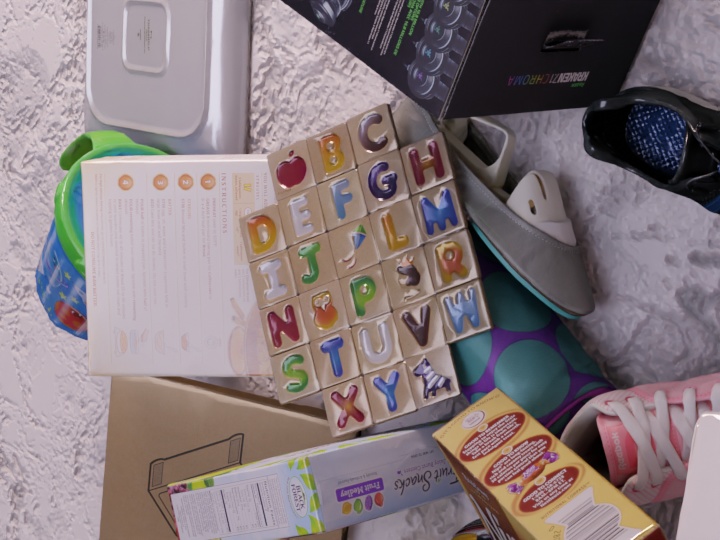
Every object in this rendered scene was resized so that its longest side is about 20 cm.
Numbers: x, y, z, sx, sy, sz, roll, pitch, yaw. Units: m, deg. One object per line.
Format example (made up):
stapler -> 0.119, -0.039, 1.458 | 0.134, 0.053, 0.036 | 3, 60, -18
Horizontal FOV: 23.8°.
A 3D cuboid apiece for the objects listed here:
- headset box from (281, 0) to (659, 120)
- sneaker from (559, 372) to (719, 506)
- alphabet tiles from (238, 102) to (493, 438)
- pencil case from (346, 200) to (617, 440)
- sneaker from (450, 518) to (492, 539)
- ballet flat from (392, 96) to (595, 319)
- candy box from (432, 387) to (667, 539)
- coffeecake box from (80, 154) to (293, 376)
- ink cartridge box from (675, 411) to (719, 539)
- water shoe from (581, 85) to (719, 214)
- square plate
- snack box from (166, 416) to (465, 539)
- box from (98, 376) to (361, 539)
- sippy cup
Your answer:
headset box -> 0.062, -0.176, 1.045 | 0.200, 0.173, 0.093 | 41, 123, 33
sneaker -> 0.203, 0.097, 1.000 | 0.200, 0.104, 0.076 | -18, 82, 43
alphabet tiles -> 0.000, 0.000, 1.123 | 0.166, 0.006, 0.201 | -21, 74, 28
pencil case -> 0.077, 0.041, 1.126 | 0.200, 0.085, 0.093 | 50, 125, 26
sneaker -> 0.136, 0.213, 1.096 | 0.199, 0.082, 0.078 | 15, 106, 41
ballet flat -> 0.092, -0.054, 1.113 | 0.200, 0.067, 0.064 | 47, 114, 28
candy box -> 0.122, 0.157, 0.967 | 0.117, 0.056, 0.200 | 60, 170, -26
coffeecake box -> -0.092, -0.005, 1.221 | 0.198, 0.073, 0.155 | 0, 97, 7
ink cartridge box -> 0.281, 0.140, 0.872 | 0.199, 0.147, 0.083 | -2, 60, 36
water shoe -> 0.215, -0.054, 0.981 | 0.199, 0.079, 0.072 | 22, 111, 40
square plate -> -0.163, -0.185, 1.364 | 0.197, 0.028, 0.202 | 13, 104, 42
snack box -> -0.007, 0.140, 1.141 | 0.142, 0.199, 0.053 | -16, 85, 44
box -> -0.103, 0.169, 1.304 | 0.199, 0.021, 0.165 | 12, 107, 15
sippy cup -> -0.195, -0.011, 1.360 | 0.130, 0.139, 0.179 | -44, 25, 49
